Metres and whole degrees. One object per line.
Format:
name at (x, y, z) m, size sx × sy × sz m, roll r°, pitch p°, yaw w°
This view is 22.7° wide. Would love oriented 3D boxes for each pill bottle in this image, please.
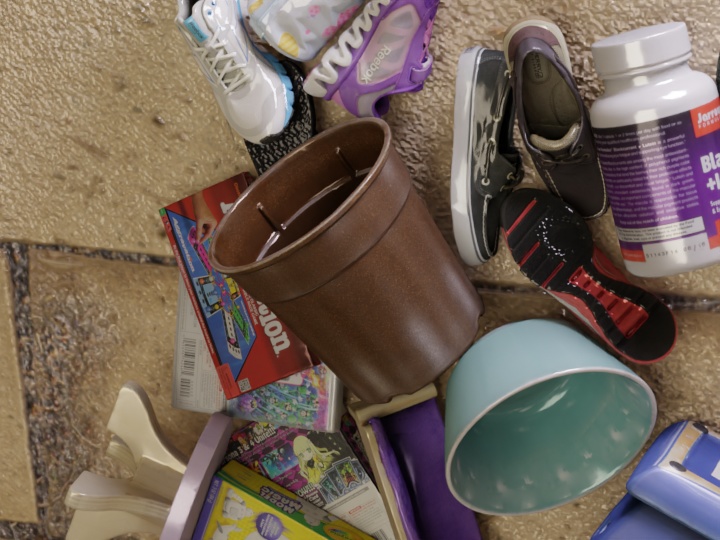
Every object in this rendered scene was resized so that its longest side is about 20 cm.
pill bottle at (0.259, -0.105, 1.528) m, size 0.111 × 0.111 × 0.201 m, roll -10°, pitch 103°, yaw 26°

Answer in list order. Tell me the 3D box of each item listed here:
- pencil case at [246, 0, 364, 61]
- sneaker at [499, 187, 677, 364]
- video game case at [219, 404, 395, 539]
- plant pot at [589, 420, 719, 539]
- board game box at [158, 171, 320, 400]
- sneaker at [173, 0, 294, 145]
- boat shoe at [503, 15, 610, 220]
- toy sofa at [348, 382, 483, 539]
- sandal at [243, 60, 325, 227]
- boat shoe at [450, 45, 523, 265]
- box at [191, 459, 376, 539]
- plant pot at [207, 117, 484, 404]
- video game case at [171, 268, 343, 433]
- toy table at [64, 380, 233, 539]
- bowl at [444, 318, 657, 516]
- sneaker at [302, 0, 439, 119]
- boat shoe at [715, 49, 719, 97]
pencil case at (-0.016, -0.279, 1.609) m, size 0.083 × 0.091 × 0.200 m, roll 48°, pitch 119°, yaw 4°
sneaker at (0.196, 0.012, 1.610) m, size 0.074 × 0.087 × 0.200 m, roll -42°, pitch 82°, yaw -5°
video game case at (-0.065, 0.231, 1.821) m, size 0.200 × 0.036 × 0.182 m, roll -33°, pitch 91°, yaw 29°
plant pot at (0.303, 0.256, 1.580) m, size 0.199 × 0.200 × 0.180 m, roll 29°, pitch 110°, yaw 14°
board game box at (-0.119, 0.015, 1.748) m, size 0.103 × 0.019 × 0.201 m, roll -22°, pitch 86°, yaw 21°
sneaker at (-0.131, -0.205, 1.653) m, size 0.075 × 0.087 × 0.201 m, roll -32°, pitch 73°, yaw 24°
boat shoe at (0.171, -0.123, 1.565) m, size 0.072 × 0.065 × 0.201 m, roll -12°, pitch 119°, yaw 17°
toy sofa at (0.061, 0.211, 1.710) m, size 0.082 × 0.098 × 0.201 m, roll -19°, pitch 99°, yaw -8°
sandal at (-0.065, -0.103, 1.712) m, size 0.075 × 0.045 × 0.201 m, roll -3°, pitch 106°, yaw 23°
boat shoe at (0.118, -0.101, 1.619) m, size 0.056 × 0.069 × 0.201 m, roll 5°, pitch 106°, yaw 22°
box at (-0.071, 0.290, 1.795) m, size 0.199 × 0.048 × 0.118 m, roll 26°, pitch 115°, yaw 13°
plant pot at (0.000, 0.000, 1.623) m, size 0.200 × 0.201 × 0.198 m, roll -26°, pitch 117°, yaw 28°
video game case at (-0.098, 0.049, 1.765) m, size 0.181 × 0.024 × 0.201 m, roll 7°, pitch 96°, yaw 22°
toy table at (-0.213, 0.216, 1.777) m, size 0.117 × 0.184 × 0.201 m, roll 23°, pitch 96°, yaw 4°
bowl at (0.156, 0.119, 1.619) m, size 0.201 × 0.200 × 0.105 m, roll -49°, pitch 43°, yaw 28°
sneaker at (0.037, -0.210, 1.619) m, size 0.088 × 0.081 × 0.200 m, roll 42°, pitch 123°, yaw -1°
boat shoe at (0.353, -0.108, 1.516) m, size 0.064 × 0.074 × 0.203 m, roll -19°, pitch 96°, yaw -9°
